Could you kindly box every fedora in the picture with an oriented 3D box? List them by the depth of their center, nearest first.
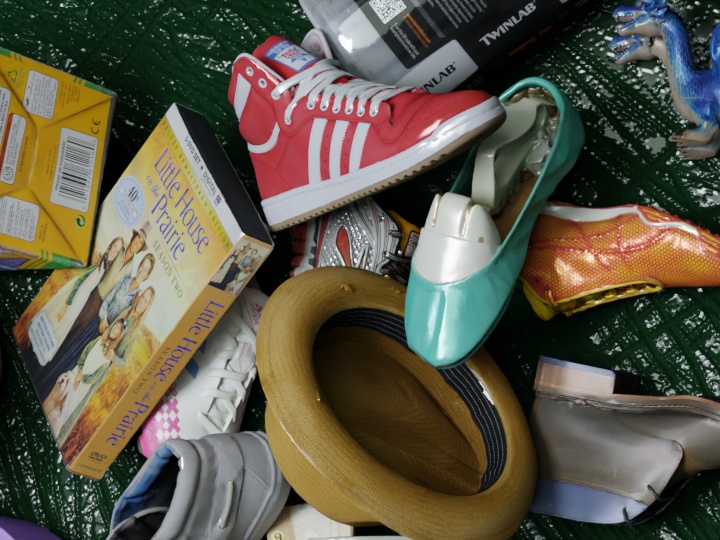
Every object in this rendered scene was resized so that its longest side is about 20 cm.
[{"bbox_3d":[0.009,0.094,1.422,0.082,0.200,0.201,-44,63,39],"label":"fedora"}]

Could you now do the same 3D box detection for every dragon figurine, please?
[{"bbox_3d":[0.243,-0.120,1.472,0.199,0.059,0.100,2,78,21],"label":"dragon figurine"}]

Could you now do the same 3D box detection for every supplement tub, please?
[{"bbox_3d":[0.070,-0.190,1.515,0.200,0.123,0.123,-37,68,8],"label":"supplement tub"}]

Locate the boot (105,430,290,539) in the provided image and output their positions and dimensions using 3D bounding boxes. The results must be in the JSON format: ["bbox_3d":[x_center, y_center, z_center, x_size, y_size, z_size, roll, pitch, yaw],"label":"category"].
[{"bbox_3d":[-0.125,0.179,1.476,0.074,0.095,0.201,45,118,40],"label":"boot"}]

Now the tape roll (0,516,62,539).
[{"bbox_3d":[-0.255,0.254,1.533,0.199,0.066,0.201,-7,76,29],"label":"tape roll"}]

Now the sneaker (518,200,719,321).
[{"bbox_3d":[0.145,-0.003,1.476,0.199,0.073,0.078,5,78,31],"label":"sneaker"}]

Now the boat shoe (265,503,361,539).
[{"bbox_3d":[-0.038,0.239,1.472,0.069,0.074,0.201,1,68,6],"label":"boat shoe"}]

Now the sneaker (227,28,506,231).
[{"bbox_3d":[-0.005,-0.100,1.424,0.200,0.071,0.113,-20,92,46],"label":"sneaker"}]

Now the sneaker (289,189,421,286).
[{"bbox_3d":[0.000,0.000,1.518,0.082,0.078,0.201,-10,74,15],"label":"sneaker"}]

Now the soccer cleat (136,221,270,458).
[{"bbox_3d":[-0.094,0.056,1.535,0.086,0.070,0.201,-12,71,32],"label":"soccer cleat"}]

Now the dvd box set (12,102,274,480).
[{"bbox_3d":[-0.142,0.013,1.530,0.200,0.029,0.147,-52,41,21],"label":"dvd box set"}]

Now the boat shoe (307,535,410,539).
[{"bbox_3d":[0.067,0.194,1.432,0.198,0.075,0.066,4,81,-9],"label":"boat shoe"}]

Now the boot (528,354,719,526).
[{"bbox_3d":[0.188,0.118,1.435,0.199,0.075,0.097,14,92,32],"label":"boot"}]

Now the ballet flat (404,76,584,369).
[{"bbox_3d":[0.071,-0.038,1.430,0.067,0.071,0.200,10,56,32],"label":"ballet flat"}]

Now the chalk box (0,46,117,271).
[{"bbox_3d":[-0.277,-0.071,1.589,0.199,0.124,0.125,-2,75,44],"label":"chalk box"}]
